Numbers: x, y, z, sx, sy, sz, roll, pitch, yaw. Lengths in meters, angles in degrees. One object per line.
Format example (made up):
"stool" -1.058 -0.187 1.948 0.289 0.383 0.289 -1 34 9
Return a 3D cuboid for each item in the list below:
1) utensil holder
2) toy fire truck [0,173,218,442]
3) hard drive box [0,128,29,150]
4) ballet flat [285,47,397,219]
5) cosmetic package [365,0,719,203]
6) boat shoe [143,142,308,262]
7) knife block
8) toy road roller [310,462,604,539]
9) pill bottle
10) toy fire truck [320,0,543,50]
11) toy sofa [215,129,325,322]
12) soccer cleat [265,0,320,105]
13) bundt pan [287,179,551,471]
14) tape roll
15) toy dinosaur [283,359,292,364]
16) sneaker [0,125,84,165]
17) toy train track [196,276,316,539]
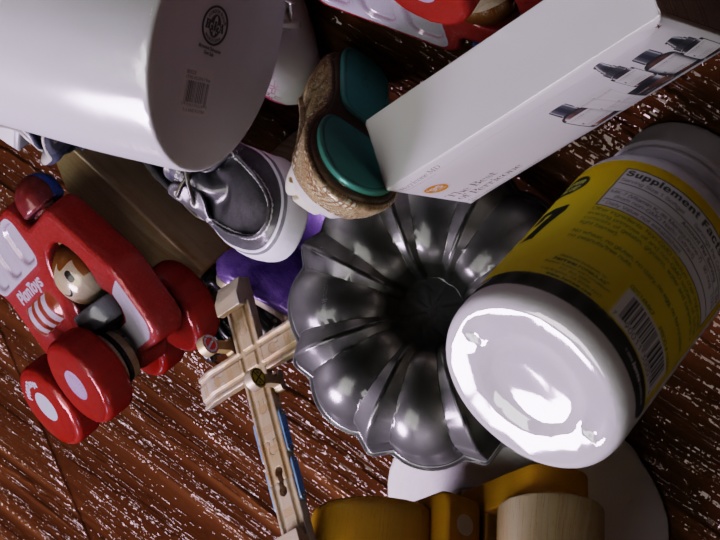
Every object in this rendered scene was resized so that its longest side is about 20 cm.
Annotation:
"utensil holder" -0.167 -0.160 1.043 0.198 0.170 0.171 15 132 23
"toy fire truck" -0.204 0.018 1.248 0.169 0.112 0.200 52 151 -2
"hard drive box" -0.281 -0.215 1.275 0.155 0.077 0.201 34 139 16
"ballet flat" -0.014 -0.070 1.066 0.070 0.201 0.065 35 115 -13
"cosmetic package" 0.103 -0.104 0.967 0.199 0.082 0.051 -31 64 36
"boat shoe" -0.103 -0.068 1.151 0.200 0.066 0.070 48 118 49
"knife block" -0.127 -0.025 1.305 0.174 0.064 0.202 7 126 38
"toy road roller" 0.052 0.198 1.126 0.145 0.124 0.199 20 149 -31
"pill bottle" 0.144 0.007 0.975 0.113 0.200 0.115 23 136 25
"toy fire truck" 0.038 -0.185 1.003 0.198 0.113 0.168 23 162 25
"toy sofa" 0.000 0.000 1.183 0.199 0.098 0.083 33 140 18
"soccer cleat" -0.073 -0.198 1.103 0.086 0.070 0.201 -14 112 48
"bundt pan" 0.044 0.024 1.082 0.201 0.203 0.076 37 -179 12
"tape roll" 0.118 0.178 1.246 0.201 0.071 0.204 24 136 25
"toy dinosaur" 0.010 0.077 1.255 0.105 0.061 0.200 11 163 37
"sneaker" -0.184 -0.159 1.181 0.077 0.146 0.203 40 140 12
"toy train track" -0.069 0.099 1.146 0.114 0.032 0.202 -33 64 35
